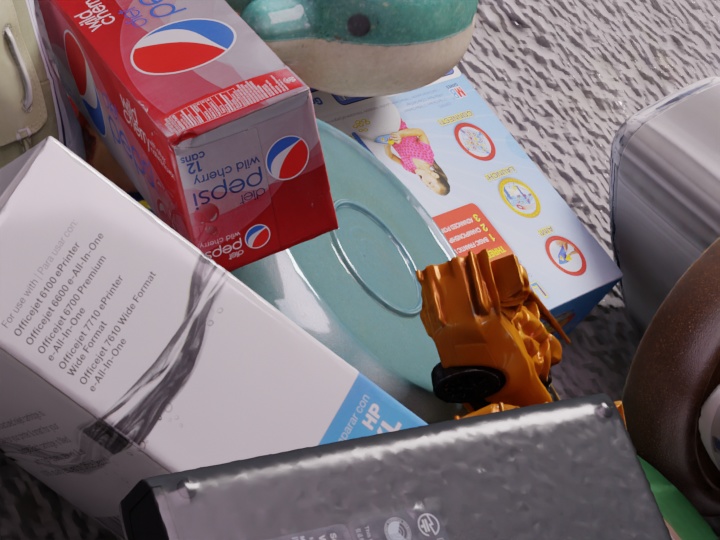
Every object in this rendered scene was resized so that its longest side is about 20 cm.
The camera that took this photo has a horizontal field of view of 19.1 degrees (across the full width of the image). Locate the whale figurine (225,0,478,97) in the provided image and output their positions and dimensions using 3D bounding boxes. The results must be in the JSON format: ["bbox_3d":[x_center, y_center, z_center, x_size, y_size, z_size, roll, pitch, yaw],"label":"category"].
[{"bbox_3d":[-0.036,-0.160,1.104,0.198,0.105,0.159,12,27,7],"label":"whale figurine"}]

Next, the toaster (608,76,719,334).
[{"bbox_3d":[0.209,-0.016,1.175,0.113,0.201,0.129,-28,43,-17],"label":"toaster"}]

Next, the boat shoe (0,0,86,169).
[{"bbox_3d":[-0.170,-0.086,0.928,0.062,0.071,0.202,-43,126,-65],"label":"boat shoe"}]

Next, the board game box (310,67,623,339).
[{"bbox_3d":[0.014,-0.032,1.141,0.199,0.056,0.196,-20,67,-47],"label":"board game box"}]

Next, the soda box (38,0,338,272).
[{"bbox_3d":[-0.080,-0.077,0.919,0.063,0.070,0.200,-21,35,-14],"label":"soda box"}]

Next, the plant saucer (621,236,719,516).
[{"bbox_3d":[0.223,0.051,1.118,0.199,0.202,0.032,3,26,-37],"label":"plant saucer"}]

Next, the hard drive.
[{"bbox_3d":[0.030,0.122,0.732,0.199,0.033,0.141,-8,66,-33],"label":"hard drive"}]

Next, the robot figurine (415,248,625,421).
[{"bbox_3d":[0.081,0.079,0.935,0.200,0.058,0.146,48,28,-56],"label":"robot figurine"}]

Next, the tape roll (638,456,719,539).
[{"bbox_3d":[0.101,0.164,1.029,0.199,0.048,0.202,22,41,-21],"label":"tape roll"}]

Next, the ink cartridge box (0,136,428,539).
[{"bbox_3d":[-0.090,0.048,0.867,0.200,0.145,0.084,38,69,-15],"label":"ink cartridge box"}]

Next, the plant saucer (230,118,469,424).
[{"bbox_3d":[0.000,0.000,0.986,0.200,0.027,0.201,41,27,-26],"label":"plant saucer"}]

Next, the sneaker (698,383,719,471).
[{"bbox_3d":[0.238,0.128,1.101,0.082,0.075,0.200,43,-1,45],"label":"sneaker"}]

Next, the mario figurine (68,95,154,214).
[{"bbox_3d":[-0.092,-0.027,1.007,0.123,0.106,0.201,24,41,-53],"label":"mario figurine"}]
